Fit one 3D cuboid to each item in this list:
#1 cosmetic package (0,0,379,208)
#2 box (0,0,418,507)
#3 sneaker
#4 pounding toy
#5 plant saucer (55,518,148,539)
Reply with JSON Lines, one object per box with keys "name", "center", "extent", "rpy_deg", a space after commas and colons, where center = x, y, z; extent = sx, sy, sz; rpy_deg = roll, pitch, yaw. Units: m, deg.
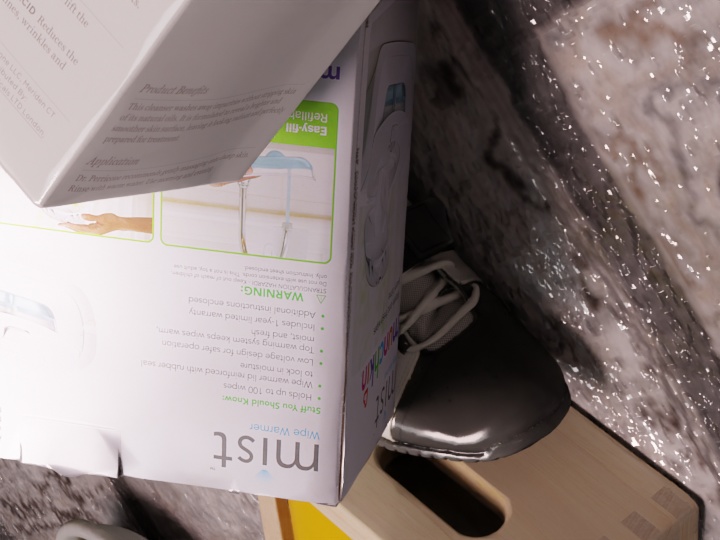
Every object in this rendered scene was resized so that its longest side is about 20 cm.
{"name": "cosmetic package", "center": [-0.032, -0.117, 0.658], "extent": [0.081, 0.113, 0.200], "rpy_deg": [46, 114, 17]}
{"name": "box", "center": [-0.087, -0.023, 0.821], "extent": [0.198, 0.097, 0.178], "rpy_deg": [6, 109, 12]}
{"name": "sneaker", "center": [0.000, 0.000, 0.901], "extent": [0.200, 0.074, 0.089], "rpy_deg": [35, 150, 37]}
{"name": "pounding toy", "center": [0.019, 0.139, 0.955], "extent": [0.200, 0.142, 0.185], "rpy_deg": [37, 149, 34]}
{"name": "plant saucer", "center": [-0.109, 0.227, 1.408], "extent": [0.200, 0.050, 0.201], "rpy_deg": [42, 153, 28]}
